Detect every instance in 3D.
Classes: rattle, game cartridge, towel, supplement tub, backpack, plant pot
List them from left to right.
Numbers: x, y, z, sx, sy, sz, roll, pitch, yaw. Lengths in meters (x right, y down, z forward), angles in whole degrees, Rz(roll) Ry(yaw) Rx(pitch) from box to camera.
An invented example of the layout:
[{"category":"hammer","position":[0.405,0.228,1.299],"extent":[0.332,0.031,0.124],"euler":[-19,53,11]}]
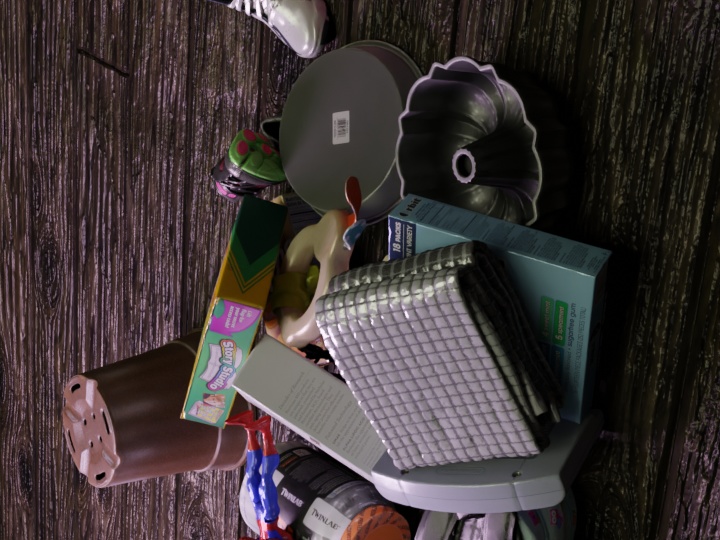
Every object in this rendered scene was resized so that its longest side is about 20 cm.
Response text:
[{"category":"plant pot","position":[-0.275,0.190,1.730],"extent":[0.200,0.198,0.201],"euler":[16,111,50]},{"category":"supplement tub","position":[-0.041,0.286,1.509],"extent":[0.200,0.122,0.123],"euler":[21,116,49]},{"category":"rattle","position":[0.000,0.000,1.366],"extent":[0.200,0.143,0.130],"euler":[-55,18,30]},{"category":"towel","position":[0.074,0.076,1.161],"extent":[0.165,0.086,0.200],"euler":[-13,118,34]},{"category":"game cartridge","position":[0.116,0.174,1.221],"extent":[0.199,0.133,0.041],"euler":[-4,113,34]},{"category":"backpack","position":[0.132,0.279,1.277],"extent":[0.167,0.126,0.201],"euler":[18,115,35]}]

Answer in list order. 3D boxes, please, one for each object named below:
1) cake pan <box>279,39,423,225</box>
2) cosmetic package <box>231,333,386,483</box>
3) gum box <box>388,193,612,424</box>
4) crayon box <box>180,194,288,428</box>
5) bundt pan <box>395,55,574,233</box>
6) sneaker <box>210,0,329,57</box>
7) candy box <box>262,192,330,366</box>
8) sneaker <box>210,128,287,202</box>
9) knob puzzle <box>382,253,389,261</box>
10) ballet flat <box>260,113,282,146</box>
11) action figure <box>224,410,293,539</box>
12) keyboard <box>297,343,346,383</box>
[{"category":"cake pan","position":[-0.012,-0.147,1.379],"extent":[0.200,0.037,0.201],"euler":[-3,85,39]},{"category":"cosmetic package","position":[-0.033,0.155,1.398],"extent":[0.200,0.074,0.102],"euler":[30,170,13]},{"category":"gum box","position":[0.122,0.035,1.187],"extent":[0.199,0.045,0.170],"euler":[18,131,24]},{"category":"crayon box","position":[-0.141,0.047,1.457],"extent":[0.173,0.058,0.200],"euler":[-79,8,-49]},{"category":"bundt pan","position":[0.124,-0.102,1.227],"extent":[0.202,0.076,0.203],"euler":[17,112,50]},{"category":"sneaker","position":[-0.129,-0.311,1.460],"extent":[0.200,0.129,0.080],"euler":[62,141,21]},{"category":"candy box","position":[-0.074,0.017,1.536],"extent":[0.115,0.055,0.201],"euler":[-24,81,53]},{"category":"sneaker","position":[-0.127,-0.110,1.484],"extent":[0.077,0.084,0.200],"euler":[45,-177,-1]},{"category":"knob puzzle","position":[0.064,0.074,1.341],"extent":[0.220,0.030,0.220],"euler":[44,153,30]},{"category":"ballet flat","position":[-0.039,-0.123,1.451],"extent":[0.200,0.057,0.067],"euler":[33,120,43]},{"category":"action figure","position":[-0.126,0.266,1.428],"extent":[0.065,0.099,0.201],"euler":[7,114,54]},{"category":"keyboard","position":[-0.002,0.127,1.445],"extent":[0.200,0.021,0.127],"euler":[4,134,42]}]
